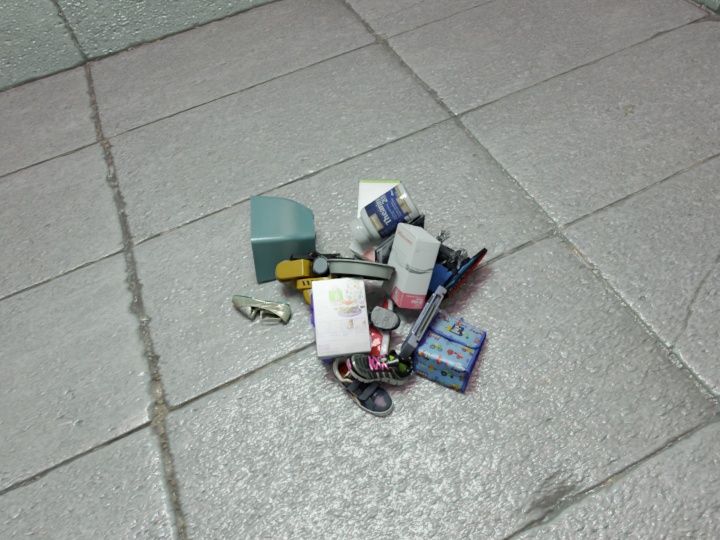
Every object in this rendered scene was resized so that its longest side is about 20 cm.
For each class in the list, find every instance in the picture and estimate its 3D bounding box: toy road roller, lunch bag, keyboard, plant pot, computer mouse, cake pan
[{"bbox_3d":[-0.150,0.046,1.605,0.195,0.123,0.150,-5,76,17],"label":"toy road roller"},{"bbox_3d":[0.248,0.204,1.468,0.148,0.096,0.201,18,44,20],"label":"lunch bag"},{"bbox_3d":[-0.112,-0.036,1.631,0.195,0.127,0.021,3,76,-17],"label":"keyboard"},{"bbox_3d":[-0.239,-0.106,1.697,0.195,0.198,0.199,-5,51,-7],"label":"plant pot"},{"bbox_3d":[0.017,0.116,1.487,0.196,0.034,0.060,21,77,9],"label":"computer mouse"},{"bbox_3d":[0.000,0.000,1.505,0.195,0.200,0.038,6,86,11],"label":"cake pan"}]

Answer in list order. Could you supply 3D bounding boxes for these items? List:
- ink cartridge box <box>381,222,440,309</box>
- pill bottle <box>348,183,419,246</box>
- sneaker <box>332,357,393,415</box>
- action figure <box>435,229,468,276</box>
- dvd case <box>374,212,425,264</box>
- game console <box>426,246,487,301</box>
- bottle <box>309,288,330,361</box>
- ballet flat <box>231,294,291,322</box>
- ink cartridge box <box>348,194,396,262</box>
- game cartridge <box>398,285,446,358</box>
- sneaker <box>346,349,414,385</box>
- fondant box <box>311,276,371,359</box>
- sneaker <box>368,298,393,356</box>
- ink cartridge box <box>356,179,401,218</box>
[{"bbox_3d":[0.141,-0.014,1.532,0.081,0.204,0.147,7,19,-21],"label":"ink cartridge box"},{"bbox_3d":[0.067,-0.161,1.607,0.198,0.111,0.112,-32,51,11],"label":"pill bottle"},{"bbox_3d":[0.001,0.301,1.419,0.198,0.080,0.078,31,61,25],"label":"sneaker"},{"bbox_3d":[0.244,-0.056,1.546,0.102,0.120,0.199,-42,21,-11],"label":"action figure"},{"bbox_3d":[0.120,-0.072,1.643,0.199,0.150,0.016,-37,62,-20],"label":"dvd case"},{"bbox_3d":[0.253,-0.009,1.602,0.119,0.173,0.200,43,65,2],"label":"game console"},{"bbox_3d":[-0.095,0.146,1.501,0.082,0.065,0.205,-15,84,4],"label":"bottle"},{"bbox_3d":[-0.303,0.117,1.609,0.195,0.068,0.064,7,63,13],"label":"ballet flat"},{"bbox_3d":[0.065,-0.122,1.698,0.115,0.067,0.202,29,84,26],"label":"ink cartridge box"},{"bbox_3d":[0.165,0.148,1.483,0.038,0.130,0.201,33,60,2],"label":"game cartridge"},{"bbox_3d":[0.058,0.241,1.391,0.197,0.088,0.075,16,42,-29],"label":"sneaker"},{"bbox_3d":[-0.052,0.126,1.436,0.141,0.058,0.205,-5,75,-3],"label":"fondant box"},{"bbox_3d":[0.034,0.163,1.524,0.110,0.072,0.203,5,55,7],"label":"sneaker"},{"bbox_3d":[0.062,-0.194,1.798,0.144,0.076,0.205,2,79,9],"label":"ink cartridge box"}]
